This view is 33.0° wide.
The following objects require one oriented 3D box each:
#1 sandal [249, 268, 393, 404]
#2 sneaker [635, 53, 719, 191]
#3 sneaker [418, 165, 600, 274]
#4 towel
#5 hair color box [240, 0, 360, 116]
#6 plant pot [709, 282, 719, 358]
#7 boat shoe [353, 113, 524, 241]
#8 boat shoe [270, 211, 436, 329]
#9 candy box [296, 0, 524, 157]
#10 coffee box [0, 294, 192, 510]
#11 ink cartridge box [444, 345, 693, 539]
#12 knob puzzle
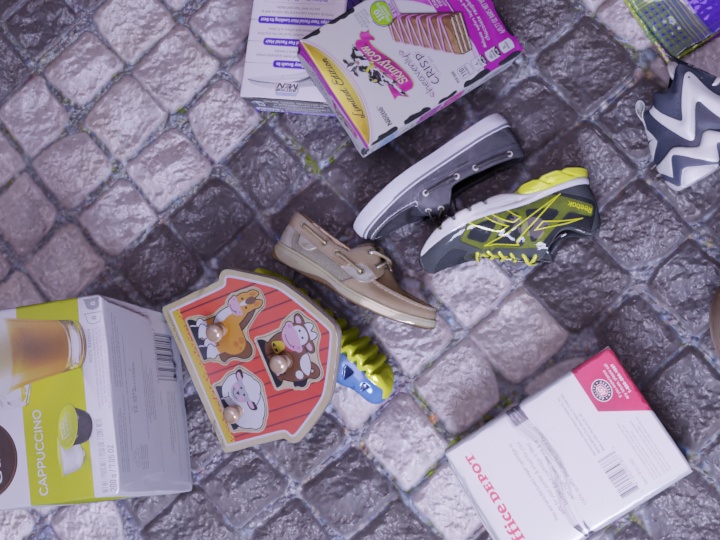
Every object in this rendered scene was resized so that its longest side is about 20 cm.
[{"bbox_3d":[-0.052,0.084,1.302,0.200,0.079,0.087,36,100,22],"label":"sandal"},{"bbox_3d":[0.370,-0.184,1.233,0.199,0.079,0.130,-33,85,17],"label":"sneaker"},{"bbox_3d":[0.157,-0.037,1.265,0.200,0.074,0.085,-26,78,8],"label":"sneaker"},{"bbox_3d":[0.374,-0.326,1.282,0.200,0.023,0.144,-32,78,7],"label":"towel"},{"bbox_3d":[-0.062,-0.277,1.355,0.109,0.065,0.200,6,82,13],"label":"hair color box"},{"bbox_3d":[0.404,0.050,1.168,0.093,0.201,0.201,-9,77,56],"label":"plant pot"},{"bbox_3d":[0.087,-0.084,1.296,0.200,0.070,0.066,-35,75,-1],"label":"boat shoe"},{"bbox_3d":[0.000,0.000,1.300,0.200,0.072,0.065,28,92,20],"label":"boat shoe"},{"bbox_3d":[0.051,-0.231,1.287,0.200,0.061,0.136,-33,88,-8],"label":"candy box"},{"bbox_3d":[-0.312,0.147,1.284,0.198,0.200,0.200,-9,80,12],"label":"coffee box"},{"bbox_3d":[0.207,0.191,1.218,0.200,0.083,0.145,-34,77,7],"label":"ink cartridge box"},{"bbox_3d":[-0.107,0.091,1.275,0.219,0.030,0.220,8,106,27],"label":"knob puzzle"}]
